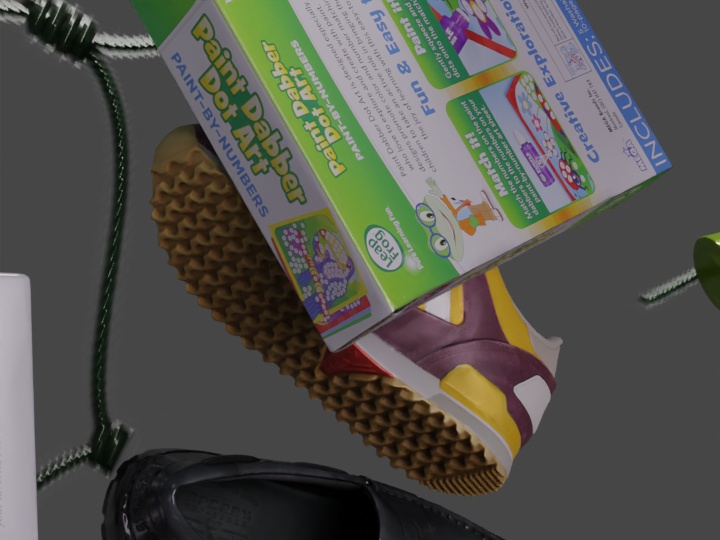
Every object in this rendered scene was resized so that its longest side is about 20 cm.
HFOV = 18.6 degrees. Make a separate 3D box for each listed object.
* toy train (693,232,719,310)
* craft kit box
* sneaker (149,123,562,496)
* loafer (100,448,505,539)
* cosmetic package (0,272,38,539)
[{"bbox_3d":[0.202,-0.019,1.005,0.115,0.085,0.201,-18,91,-16],"label":"toy train"},{"bbox_3d":[0.012,-0.091,0.879,0.197,0.048,0.201,-24,83,-49],"label":"craft kit box"},{"bbox_3d":[0.000,0.000,0.897,0.200,0.075,0.090,46,53,-20],"label":"sneaker"},{"bbox_3d":[-0.004,0.116,0.869,0.200,0.070,0.068,18,74,-25],"label":"loafer"},{"bbox_3d":[-0.217,0.053,0.762,0.199,0.071,0.102,2,82,-29],"label":"cosmetic package"}]
